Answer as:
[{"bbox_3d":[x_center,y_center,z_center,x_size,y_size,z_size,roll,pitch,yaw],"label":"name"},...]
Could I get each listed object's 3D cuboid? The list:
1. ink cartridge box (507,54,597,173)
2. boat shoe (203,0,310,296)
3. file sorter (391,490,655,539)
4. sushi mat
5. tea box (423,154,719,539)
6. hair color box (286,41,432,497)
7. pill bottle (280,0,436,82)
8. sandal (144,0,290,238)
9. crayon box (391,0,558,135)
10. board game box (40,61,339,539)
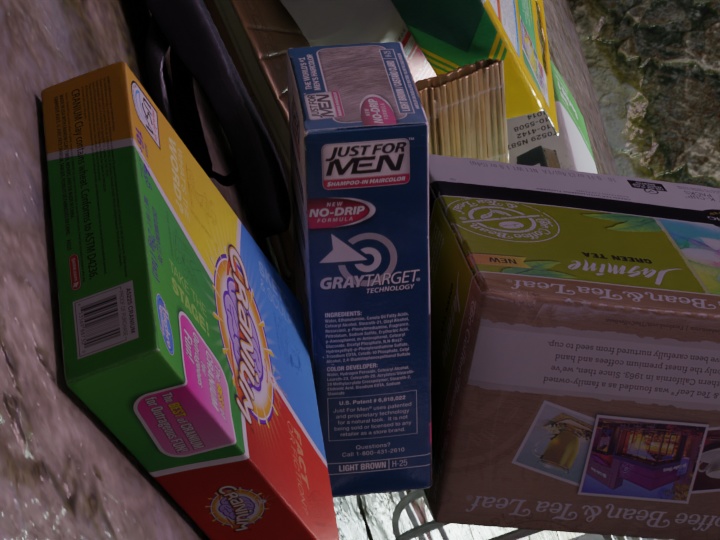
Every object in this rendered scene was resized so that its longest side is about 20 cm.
[{"bbox_3d":[0.093,-0.030,1.551,0.084,0.146,0.200,55,19,-48],"label":"ink cartridge box"},{"bbox_3d":[-0.045,-0.067,1.232,0.201,0.063,0.073,64,25,-1],"label":"boat shoe"},{"bbox_3d":[0.094,0.161,1.283,0.200,0.139,0.125,-78,145,-68],"label":"file sorter"},{"bbox_3d":[0.046,-0.016,1.294,0.012,0.096,0.200,33,-46,54],"label":"sushi mat"},{"bbox_3d":[0.128,0.040,1.204,0.197,0.200,0.134,-111,-151,-64],"label":"tea box"},{"bbox_3d":[0.000,0.000,1.107,0.100,0.060,0.200,-104,-169,-61],"label":"hair color box"},{"bbox_3d":[0.000,-0.136,1.383,0.200,0.112,0.112,42,31,-67],"label":"pill bottle"},{"bbox_3d":[-0.086,-0.100,1.131,0.200,0.043,0.076,64,2,16],"label":"sandal"},{"bbox_3d":[0.060,-0.171,1.311,0.200,0.052,0.126,51,30,-58],"label":"crayon box"},{"bbox_3d":[-0.070,0.030,0.974,0.200,0.040,0.153,56,19,-51],"label":"board game box"}]
